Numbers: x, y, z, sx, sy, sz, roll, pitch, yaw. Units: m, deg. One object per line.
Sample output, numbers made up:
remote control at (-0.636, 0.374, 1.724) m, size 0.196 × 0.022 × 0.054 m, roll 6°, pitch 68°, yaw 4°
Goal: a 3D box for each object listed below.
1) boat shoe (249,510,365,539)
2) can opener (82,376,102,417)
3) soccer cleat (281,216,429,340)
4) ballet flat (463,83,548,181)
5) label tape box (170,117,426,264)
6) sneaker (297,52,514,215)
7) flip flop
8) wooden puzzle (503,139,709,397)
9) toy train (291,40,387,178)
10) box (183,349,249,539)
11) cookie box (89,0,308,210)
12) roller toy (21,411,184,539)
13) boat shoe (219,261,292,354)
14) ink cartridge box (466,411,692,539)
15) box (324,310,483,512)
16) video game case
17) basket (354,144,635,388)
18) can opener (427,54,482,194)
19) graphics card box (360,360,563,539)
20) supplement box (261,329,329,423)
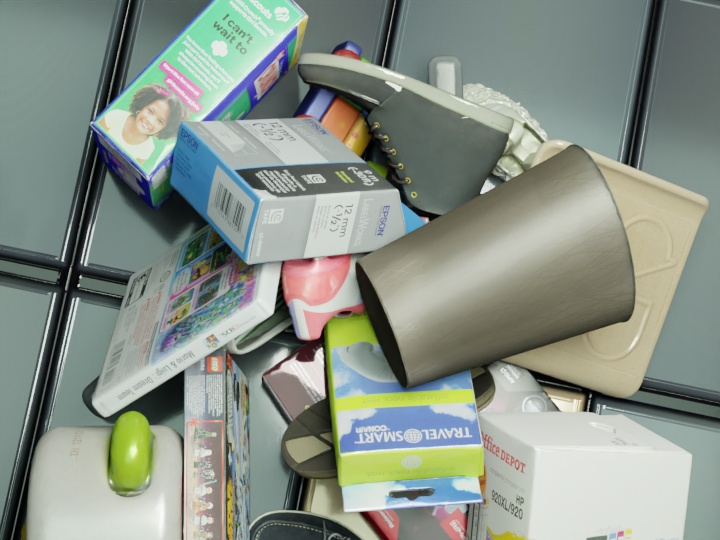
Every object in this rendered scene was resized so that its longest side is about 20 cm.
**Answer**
boat shoe at (-0.017, 0.266, 1.468) m, size 0.199 × 0.062 × 0.075 m, roll 25°, pitch 87°, yaw 21°
can opener at (-0.161, 0.066, 1.506) m, size 0.199 × 0.053 × 0.067 m, roll -38°, pitch 87°, yaw -7°
soccer cleat at (0.000, 0.000, 1.449) m, size 0.066 × 0.199 × 0.077 m, roll 8°, pitch 108°, yaw 33°
ballet flat at (0.157, -0.108, 1.552) m, size 0.200 × 0.072 × 0.072 m, roll 42°, pitch 82°, yaw 4°
label tape box at (-0.039, -0.072, 1.402) m, size 0.198 × 0.143 × 0.067 m, roll -8°, pitch 123°, yaw -33°
sneaker at (0.027, -0.118, 1.467) m, size 0.198 × 0.075 × 0.107 m, roll 20°, pitch 95°, yaw -2°
flip flop at (0.027, 0.136, 1.451) m, size 0.199 × 0.058 × 0.081 m, roll -22°, pitch 49°, yaw -20°
wooden puzzle at (0.200, -0.001, 1.500) m, size 0.184 × 0.046 × 0.202 m, roll 18°, pitch 98°, yaw -24°
toy train at (-0.027, -0.099, 1.539) m, size 0.115 × 0.085 × 0.201 m, roll 33°, pitch 83°, yaw -13°
box at (-0.123, 0.180, 1.444) m, size 0.039 × 0.137 × 0.202 m, roll -2°, pitch 75°, yaw 4°
cookie box at (-0.142, -0.160, 1.490) m, size 0.075 × 0.171 × 0.200 m, roll 42°, pitch 82°, yaw 1°
roller toy at (-0.219, 0.227, 1.420) m, size 0.138 × 0.183 × 0.202 m, roll 0°, pitch 79°, yaw -3°
boat shoe at (-0.056, 0.012, 1.477) m, size 0.200 × 0.067 × 0.074 m, roll -43°, pitch 128°, yaw -22°
ink cartridge box at (0.178, 0.232, 1.422) m, size 0.143 × 0.147 × 0.202 m, roll 3°, pitch 96°, yaw -16°
box at (0.034, 0.107, 1.406) m, size 0.121 × 0.048 × 0.201 m, roll -4°, pitch 44°, yaw -3°
video game case at (-0.140, 0.020, 1.428) m, size 0.181 × 0.201 × 0.024 m, roll -31°, pitch 115°, yaw 20°
basket at (0.106, 0.007, 1.368) m, size 0.198 × 0.181 × 0.137 m, roll -22°, pitch 54°, yaw -8°
can opener at (0.092, -0.097, 1.532) m, size 0.066 × 0.053 × 0.202 m, roll -7°, pitch 94°, yaw 3°
graphics card box at (0.098, 0.181, 1.511) m, size 0.200 × 0.051 × 0.126 m, roll -39°, pitch 87°, yaw -9°
supplement box at (0.020, 0.084, 1.516) m, size 0.199 × 0.061 × 0.109 m, roll -34°, pitch 86°, yaw -8°
